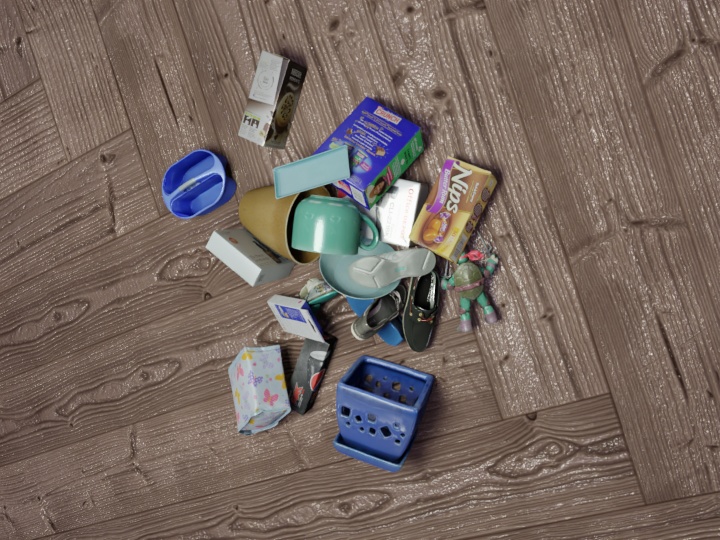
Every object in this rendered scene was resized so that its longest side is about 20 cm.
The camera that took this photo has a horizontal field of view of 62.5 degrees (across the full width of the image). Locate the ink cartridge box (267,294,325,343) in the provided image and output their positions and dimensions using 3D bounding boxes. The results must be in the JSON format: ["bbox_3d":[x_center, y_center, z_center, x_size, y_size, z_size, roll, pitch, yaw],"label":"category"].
[{"bbox_3d":[-0.148,0.114,1.425,0.198,0.037,0.097,9,131,55],"label":"ink cartridge box"}]

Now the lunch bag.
[{"bbox_3d":[-0.260,0.302,1.486,0.200,0.124,0.174,-46,51,47],"label":"lunch bag"}]

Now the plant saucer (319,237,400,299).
[{"bbox_3d":[0.000,0.000,1.373,0.196,0.202,0.039,24,139,14],"label":"plant saucer"}]

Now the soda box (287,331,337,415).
[{"bbox_3d":[-0.127,0.254,1.491,0.069,0.063,0.205,24,104,15],"label":"soda box"}]

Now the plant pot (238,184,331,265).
[{"bbox_3d":[-0.192,-0.131,1.424,0.195,0.184,0.193,17,102,31],"label":"plant pot"}]

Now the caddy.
[{"bbox_3d":[-0.416,-0.219,1.513,0.196,0.105,0.145,-26,87,20],"label":"caddy"}]

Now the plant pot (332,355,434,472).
[{"bbox_3d":[0.049,0.334,1.372,0.194,0.200,0.186,15,106,16],"label":"plant pot"}]

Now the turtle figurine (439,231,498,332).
[{"bbox_3d":[0.240,0.026,1.324,0.145,0.101,0.207,-13,98,21],"label":"turtle figurine"}]

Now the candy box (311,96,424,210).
[{"bbox_3d":[0.018,-0.262,1.312,0.168,0.078,0.201,36,76,27],"label":"candy box"}]

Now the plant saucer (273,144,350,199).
[{"bbox_3d":[-0.105,-0.210,1.280,0.195,0.019,0.073,-12,80,30],"label":"plant saucer"}]

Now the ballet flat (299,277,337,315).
[{"bbox_3d":[-0.113,0.058,1.421,0.073,0.071,0.200,55,148,6],"label":"ballet flat"}]

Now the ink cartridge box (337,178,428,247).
[{"bbox_3d":[0.047,-0.146,1.373,0.194,0.083,0.149,14,100,17],"label":"ink cartridge box"}]

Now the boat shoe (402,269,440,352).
[{"bbox_3d":[0.141,0.091,1.361,0.071,0.063,0.209,4,99,-11],"label":"boat shoe"}]

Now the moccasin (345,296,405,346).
[{"bbox_3d":[0.033,0.091,1.417,0.080,0.068,0.202,-36,89,31],"label":"moccasin"}]

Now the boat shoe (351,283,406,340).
[{"bbox_3d":[0.056,0.087,1.339,0.067,0.199,0.057,50,139,0],"label":"boat shoe"}]

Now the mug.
[{"bbox_3d":[-0.062,-0.102,1.308,0.149,0.182,0.119,12,99,43],"label":"mug"}]

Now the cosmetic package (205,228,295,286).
[{"bbox_3d":[-0.259,-0.038,1.430,0.149,0.199,0.053,35,105,11],"label":"cosmetic package"}]

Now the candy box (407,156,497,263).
[{"bbox_3d":[0.201,-0.133,1.295,0.115,0.056,0.204,27,90,34],"label":"candy box"}]

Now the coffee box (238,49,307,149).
[{"bbox_3d":[-0.208,-0.404,1.418,0.078,0.113,0.206,23,103,14],"label":"coffee box"}]

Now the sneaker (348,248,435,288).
[{"bbox_3d":[0.069,-0.007,1.324,0.193,0.080,0.073,-9,97,2],"label":"sneaker"}]
